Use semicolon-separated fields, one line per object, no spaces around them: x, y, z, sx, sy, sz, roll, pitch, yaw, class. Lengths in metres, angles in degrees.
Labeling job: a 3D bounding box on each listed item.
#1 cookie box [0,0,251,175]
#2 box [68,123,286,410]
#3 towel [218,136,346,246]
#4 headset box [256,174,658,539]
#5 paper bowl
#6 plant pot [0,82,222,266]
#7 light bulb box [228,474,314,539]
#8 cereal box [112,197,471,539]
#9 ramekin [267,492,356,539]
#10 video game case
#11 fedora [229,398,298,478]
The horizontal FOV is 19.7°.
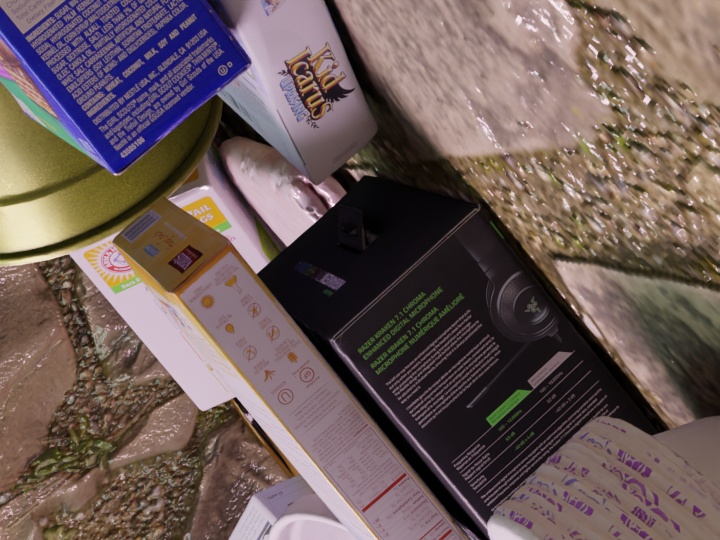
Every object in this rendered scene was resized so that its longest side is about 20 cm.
-0.152;-0.147;0.824;0.200;0.075;0.171;53;171;-23;cookie box
-0.111;-0.017;1.352;0.200;0.101;0.113;56;-167;-50;box
0.000;0.000;1.220;0.191;0.032;0.200;49;173;-16;towel
0.046;0.052;0.997;0.200;0.093;0.174;50;172;-15;headset box
0.152;0.136;0.799;0.201;0.104;0.201;47;172;8;paper bowl
-0.194;-0.140;1.084;0.200;0.200;0.193;41;158;42;plant pot
0.006;0.285;1.906;0.200;0.198;0.125;44;127;23;light bulb box
-0.030;0.060;0.965;0.200;0.040;0.144;51;172;-19;cereal box
0.050;0.193;1.267;0.200;0.105;0.200;32;147;24;ramekin
-0.088;-0.150;0.893;0.200;0.045;0.181;43;171;30;video game case
-0.081;0.137;2.160;0.201;0.082;0.201;51;171;11;fedora
